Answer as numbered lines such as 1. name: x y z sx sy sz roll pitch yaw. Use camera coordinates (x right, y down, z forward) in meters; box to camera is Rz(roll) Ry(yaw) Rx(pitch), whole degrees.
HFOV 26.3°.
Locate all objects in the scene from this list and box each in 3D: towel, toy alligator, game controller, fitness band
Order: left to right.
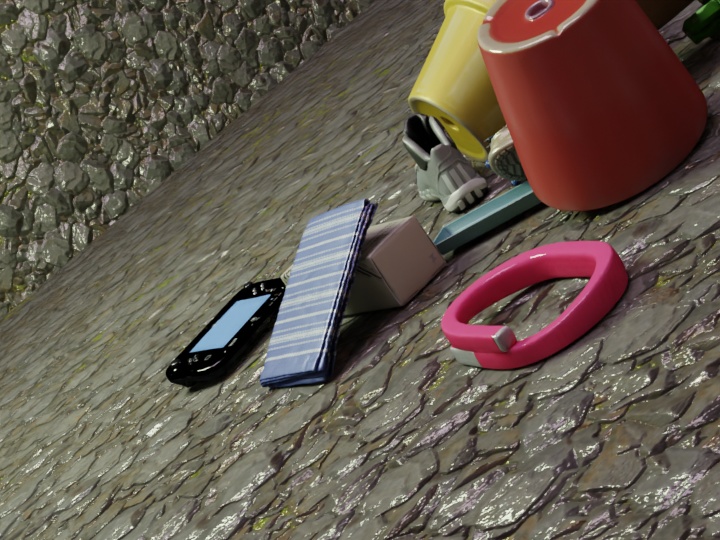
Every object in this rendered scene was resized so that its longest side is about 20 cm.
1. game controller: -0.156 0.072 1.891 0.104 0.042 0.200 -22 21 44
2. towel: -0.045 0.027 1.637 0.144 0.024 0.202 -16 54 59
3. fitness band: 0.148 0.026 1.335 0.143 0.038 0.200 -41 16 -19
4. toy alligator: 0.404 -0.289 1.731 0.200 0.059 0.054 -42 -31 6

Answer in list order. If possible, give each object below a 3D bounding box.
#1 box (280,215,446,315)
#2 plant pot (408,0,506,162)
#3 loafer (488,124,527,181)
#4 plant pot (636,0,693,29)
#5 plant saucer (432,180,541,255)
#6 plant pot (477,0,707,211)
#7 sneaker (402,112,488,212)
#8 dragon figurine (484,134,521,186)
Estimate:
1. box: 0.000 0.000 1.698 0.082 0.069 0.199 -43 16 -29
2. plant pot: 0.162 -0.247 1.896 0.190 0.200 0.201 -53 17 -8
3. loafer: 0.224 -0.166 1.667 0.198 0.076 0.069 -27 46 0
4. plant pot: 0.235 -0.292 1.703 0.200 0.186 0.186 -46 13 5
5. plant saucer: 0.165 -0.073 1.640 0.199 0.019 0.070 -28 11 25
6. plant pot: 0.213 -0.188 1.492 0.199 0.178 0.201 -26 31 17
7. sneaker: 0.089 -0.143 1.851 0.075 0.116 0.200 -36 14 -4
8. dragon figurine: 0.207 -0.163 1.756 0.200 0.059 0.099 -42 16 -22
